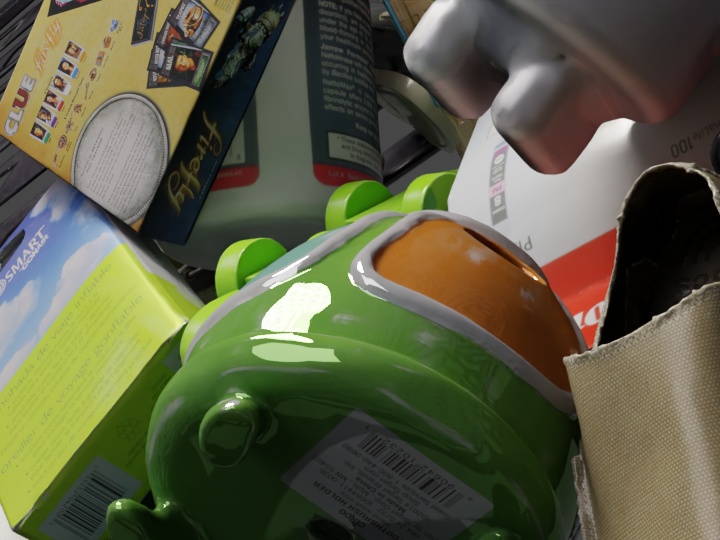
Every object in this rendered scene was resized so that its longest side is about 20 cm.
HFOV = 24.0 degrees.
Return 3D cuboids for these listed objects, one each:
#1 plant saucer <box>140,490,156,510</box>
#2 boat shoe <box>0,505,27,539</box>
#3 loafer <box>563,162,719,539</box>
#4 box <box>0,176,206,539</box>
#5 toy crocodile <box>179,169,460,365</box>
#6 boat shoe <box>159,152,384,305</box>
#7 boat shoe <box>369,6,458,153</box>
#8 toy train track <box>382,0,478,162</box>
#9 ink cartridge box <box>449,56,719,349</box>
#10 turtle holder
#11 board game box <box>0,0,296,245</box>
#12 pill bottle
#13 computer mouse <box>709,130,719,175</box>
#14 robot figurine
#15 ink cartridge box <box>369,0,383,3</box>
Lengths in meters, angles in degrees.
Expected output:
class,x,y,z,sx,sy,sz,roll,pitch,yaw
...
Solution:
class,x,y,z,sx,sy,sz,roll,pitch,yaw
plant saucer,-0.058,0.104,0.732,0.200,0.036,0.200,-38,21,17
boat shoe,-0.133,0.110,0.865,0.062,0.073,0.200,87,-156,-55
loafer,0.091,0.047,0.484,0.076,0.067,0.200,-32,31,33
box,-0.137,0.039,0.815,0.122,0.048,0.200,-51,33,3
toy crocodile,0.000,0.000,0.752,0.067,0.062,0.200,-5,18,42
boat shoe,-0.077,-0.015,0.966,0.201,0.066,0.072,-39,19,15
boat shoe,0.028,-0.123,0.969,0.068,0.072,0.200,-50,27,0
toy train track,0.021,-0.138,0.846,0.115,0.200,0.033,-27,-3,-9
ink cartridge box,0.101,-0.034,0.660,0.162,0.057,0.200,-30,19,34
turtle holder,0.007,0.064,0.565,0.186,0.141,0.132,91,-161,-45
board game box,-0.096,-0.132,0.831,0.135,0.035,0.200,33,102,38
pill bottle,-0.052,-0.109,0.891,0.119,0.119,0.201,-21,68,49
computer mouse,0.206,-0.092,0.560,0.110,0.044,0.200,10,53,45
robot figurine,0.099,-0.134,0.609,0.200,0.169,0.113,-54,-18,2
ink cartridge box,0.002,-0.221,1.082,0.163,0.199,0.057,-78,-3,-57
